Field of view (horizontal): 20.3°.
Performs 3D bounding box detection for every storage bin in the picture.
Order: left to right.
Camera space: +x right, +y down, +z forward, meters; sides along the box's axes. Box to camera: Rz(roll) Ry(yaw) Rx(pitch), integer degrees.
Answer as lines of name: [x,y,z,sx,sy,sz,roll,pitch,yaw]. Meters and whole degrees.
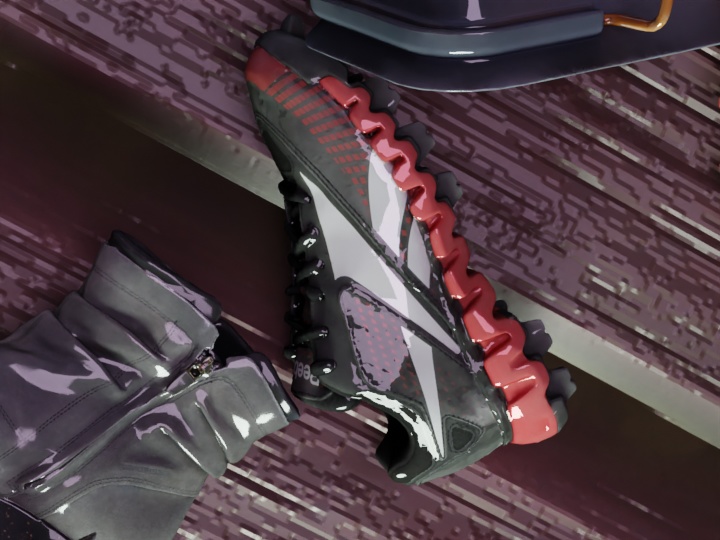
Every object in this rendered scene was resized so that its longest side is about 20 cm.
storage bin: [0.084,-0.153,0.728,0.199,0.145,0.135,-14,113,-24]

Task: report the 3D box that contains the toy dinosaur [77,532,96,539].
toy dinosaur: [-0.167,0.160,0.782,0.200,0.077,0.102,-41,116,7]

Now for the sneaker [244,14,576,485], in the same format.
sneaker: [0.000,0.000,0.799,0.098,0.071,0.201,-33,103,-7]

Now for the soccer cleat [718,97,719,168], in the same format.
soccer cleat: [0.206,-0.011,0.841,0.077,0.069,0.201,-23,107,-12]

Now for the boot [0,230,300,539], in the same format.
boot: [-0.131,0.032,0.780,0.200,0.070,0.132,38,95,-24]
